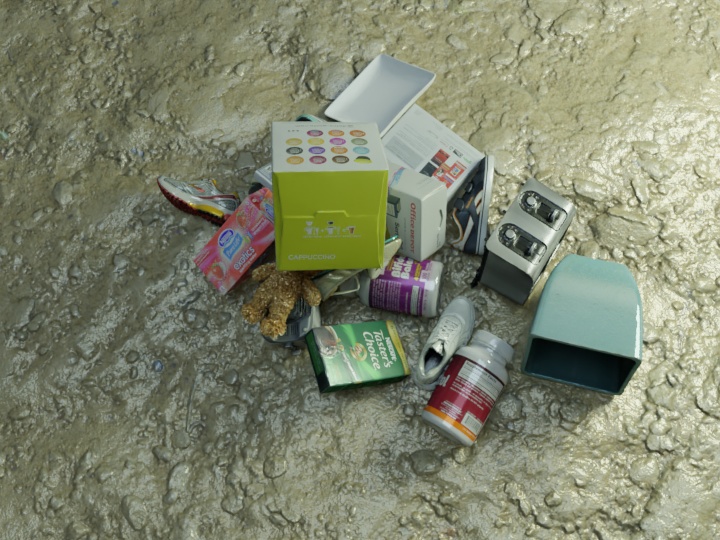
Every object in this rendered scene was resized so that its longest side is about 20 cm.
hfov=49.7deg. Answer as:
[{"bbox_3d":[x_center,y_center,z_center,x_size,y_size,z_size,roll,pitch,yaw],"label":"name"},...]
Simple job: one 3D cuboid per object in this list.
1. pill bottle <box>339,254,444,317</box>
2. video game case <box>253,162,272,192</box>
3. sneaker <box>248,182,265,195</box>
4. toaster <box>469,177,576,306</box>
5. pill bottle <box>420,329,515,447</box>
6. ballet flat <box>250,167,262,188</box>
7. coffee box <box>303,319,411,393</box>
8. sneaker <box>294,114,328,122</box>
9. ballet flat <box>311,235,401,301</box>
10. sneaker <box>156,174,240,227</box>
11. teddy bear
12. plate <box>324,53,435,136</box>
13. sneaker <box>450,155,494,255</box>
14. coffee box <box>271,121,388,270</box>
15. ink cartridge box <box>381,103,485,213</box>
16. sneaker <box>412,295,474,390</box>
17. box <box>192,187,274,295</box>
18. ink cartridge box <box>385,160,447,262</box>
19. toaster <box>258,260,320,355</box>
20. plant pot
[{"bbox_3d":[0.063,0.024,1.555,0.197,0.112,0.114,9,73,10],"label":"pill bottle"},{"bbox_3d":[-0.095,-0.182,1.646,0.199,0.023,0.182,38,47,18],"label":"video game case"},{"bbox_3d":[-0.158,-0.109,1.642,0.199,0.089,0.077,35,59,15],"label":"sneaker"},{"bbox_3d":[0.314,-0.047,1.510,0.118,0.201,0.182,32,70,14],"label":"toaster"},{"bbox_3d":[0.208,0.220,1.467,0.112,0.113,0.201,29,77,16],"label":"pill bottle"},{"bbox_3d":[-0.144,-0.171,1.680,0.198,0.070,0.070,25,76,16],"label":"ballet flat"},{"bbox_3d":[-0.004,0.162,1.494,0.198,0.044,0.124,-1,63,-36],"label":"coffee box"},{"bbox_3d":[-0.052,-0.258,1.669,0.077,0.140,0.201,-36,94,19],"label":"sneaker"},{"bbox_3d":[0.000,0.000,1.493,0.198,0.067,0.063,-26,89,15],"label":"ballet flat"},{"bbox_3d":[-0.355,-0.165,1.707,0.198,0.078,0.083,23,72,5],"label":"sneaker"},{"bbox_3d":[-0.144,0.029,1.462,0.199,0.067,0.145,-40,58,0],"label":"teddy bear"},{"bbox_3d":[0.044,-0.378,1.706,0.200,0.032,0.199,-48,47,-8],"label":"plate"},{"bbox_3d":[0.227,-0.136,1.579,0.078,0.078,0.203,8,95,11],"label":"sneaker"},{"bbox_3d":[-0.060,-0.135,1.397,0.196,0.202,0.199,-1,34,-5],"label":"coffee box"},{"bbox_3d":[0.132,-0.220,1.641,0.200,0.084,0.176,41,80,19],"label":"ink cartridge box"},{"bbox_3d":[0.166,0.137,1.520,0.074,0.081,0.202,24,75,17],"label":"sneaker"},{"bbox_3d":[-0.234,-0.059,1.578,0.103,0.095,0.200,47,116,1],"label":"box"},{"bbox_3d":[0.070,-0.127,1.552,0.199,0.147,0.087,25,44,32],"label":"ink cartridge box"},{"bbox_3d":[-0.141,0.065,1.562,0.112,0.129,0.203,-7,71,5],"label":"toaster"},{"bbox_3d":[0.419,0.088,1.445,0.193,0.197,0.202,13,65,12],"label":"plant pot"}]
